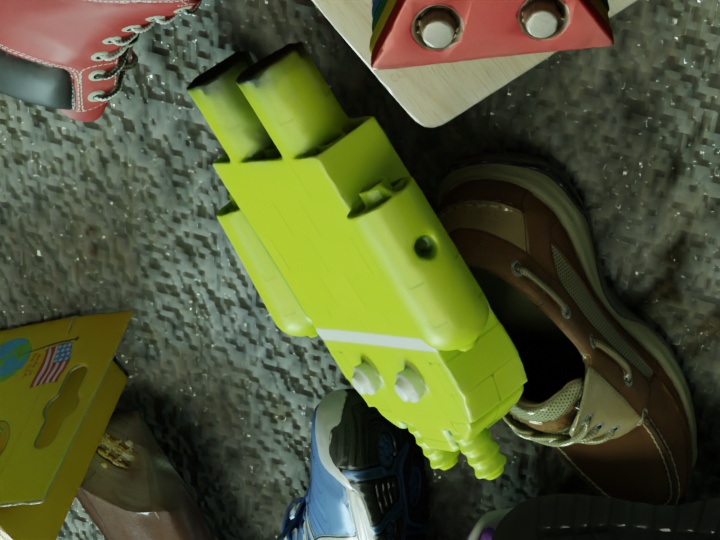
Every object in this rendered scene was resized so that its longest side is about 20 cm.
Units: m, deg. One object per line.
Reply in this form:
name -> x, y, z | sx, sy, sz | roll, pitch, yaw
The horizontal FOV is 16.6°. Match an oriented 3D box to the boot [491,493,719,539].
boot -> 0.173, 0.151, 1.090 | 0.200, 0.078, 0.138 | 12, 163, 31

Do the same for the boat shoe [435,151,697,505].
boat shoe -> 0.082, 0.041, 1.064 | 0.076, 0.074, 0.200 | -12, 128, 32

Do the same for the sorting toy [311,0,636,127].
sorting toy -> 0.044, -0.156, 0.828 | 0.199, 0.070, 0.200 | -32, 119, 20

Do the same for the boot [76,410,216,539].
boot -> -0.071, 0.168, 1.228 | 0.186, 0.064, 0.200 | 29, 148, 43

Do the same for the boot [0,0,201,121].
boot -> -0.079, -0.112, 0.981 | 0.200, 0.072, 0.144 | 10, 141, 19

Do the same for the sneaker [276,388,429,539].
sneaker -> -0.008, 0.132, 1.195 | 0.077, 0.076, 0.200 | 7, 137, 15

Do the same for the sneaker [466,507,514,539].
sneaker -> 0.036, 0.178, 1.147 | 0.073, 0.200, 0.114 | 28, 133, 25

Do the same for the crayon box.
crayon box -> -0.198, 0.092, 1.197 | 0.200, 0.127, 0.051 | -11, 130, 32

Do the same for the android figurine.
android figurine -> 0.000, 0.000, 1.018 | 0.200, 0.041, 0.182 | 60, 160, -15
